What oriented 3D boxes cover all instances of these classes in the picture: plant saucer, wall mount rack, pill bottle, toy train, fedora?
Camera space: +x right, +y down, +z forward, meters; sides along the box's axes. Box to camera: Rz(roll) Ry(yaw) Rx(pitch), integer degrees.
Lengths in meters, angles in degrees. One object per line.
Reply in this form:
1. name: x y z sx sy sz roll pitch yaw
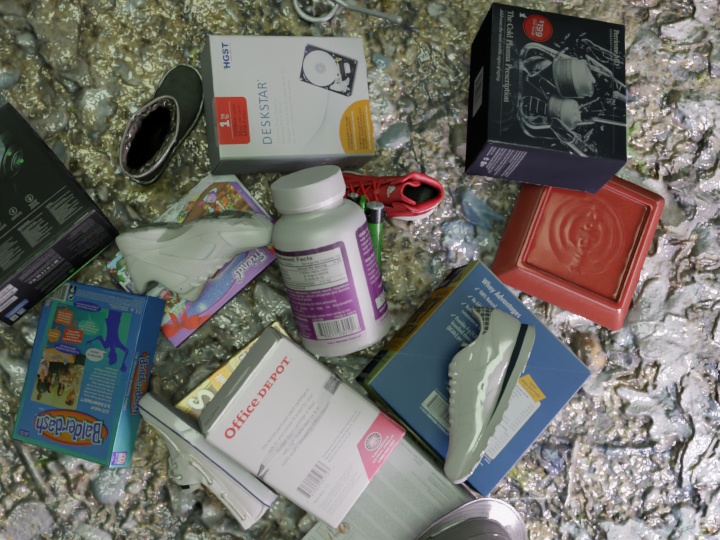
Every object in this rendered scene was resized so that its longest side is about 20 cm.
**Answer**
1. plant saucer: 0.299 -0.047 1.209 0.198 0.037 0.201 23 83 -6
2. wall mount rack: 0.002 -0.407 1.176 0.173 0.075 0.201 30 83 -5
3. pill bottle: -0.038 -0.013 1.036 0.111 0.112 0.202 -17 109 -9
4. toy train: 0.000 0.000 1.120 0.056 0.042 0.202 6 116 5
5. fedora: 0.135 0.384 1.094 0.199 0.090 0.178 -33 121 -4

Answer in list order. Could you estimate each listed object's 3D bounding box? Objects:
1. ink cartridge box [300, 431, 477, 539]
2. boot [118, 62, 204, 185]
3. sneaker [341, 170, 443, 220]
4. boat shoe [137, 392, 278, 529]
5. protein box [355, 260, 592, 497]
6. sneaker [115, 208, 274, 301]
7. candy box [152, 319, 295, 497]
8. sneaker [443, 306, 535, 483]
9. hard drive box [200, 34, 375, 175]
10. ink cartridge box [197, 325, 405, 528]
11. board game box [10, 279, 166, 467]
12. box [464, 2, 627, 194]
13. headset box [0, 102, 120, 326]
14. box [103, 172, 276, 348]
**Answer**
1. ink cartridge box: 0.040 0.326 1.151 0.162 0.057 0.200 43 99 -3
2. boot: -0.234 -0.183 1.064 0.072 0.200 0.183 20 83 -6
3. sneaker: 0.010 -0.100 1.133 0.198 0.116 0.079 -8 86 -10
4. boat shoe: -0.191 0.227 1.054 0.200 0.071 0.070 42 81 -11
5. protein box: 0.136 0.131 1.123 0.198 0.135 0.200 44 82 -2
6. sneaker: -0.189 -0.016 1.073 0.198 0.078 0.100 -8 102 19
7. candy box: -0.145 0.169 1.123 0.200 0.055 0.116 -40 93 -9
8. sneaker: 0.130 0.141 1.025 0.080 0.076 0.201 22 79 6
9. hard drive box: -0.092 -0.206 1.129 0.198 0.077 0.158 -5 85 -19
10. ink cartridge box: -0.070 0.182 1.064 0.200 0.083 0.147 39 86 -18
11. board game box: -0.325 0.119 1.076 0.151 0.045 0.202 10 84 23
12. box: 0.238 -0.220 1.159 0.180 0.104 0.202 7 71 -8
13. headset box: -0.420 -0.071 1.063 0.174 0.093 0.200 -41 75 -8
14. box: -0.202 -0.019 1.137 0.200 0.039 0.137 -42 91 -9
